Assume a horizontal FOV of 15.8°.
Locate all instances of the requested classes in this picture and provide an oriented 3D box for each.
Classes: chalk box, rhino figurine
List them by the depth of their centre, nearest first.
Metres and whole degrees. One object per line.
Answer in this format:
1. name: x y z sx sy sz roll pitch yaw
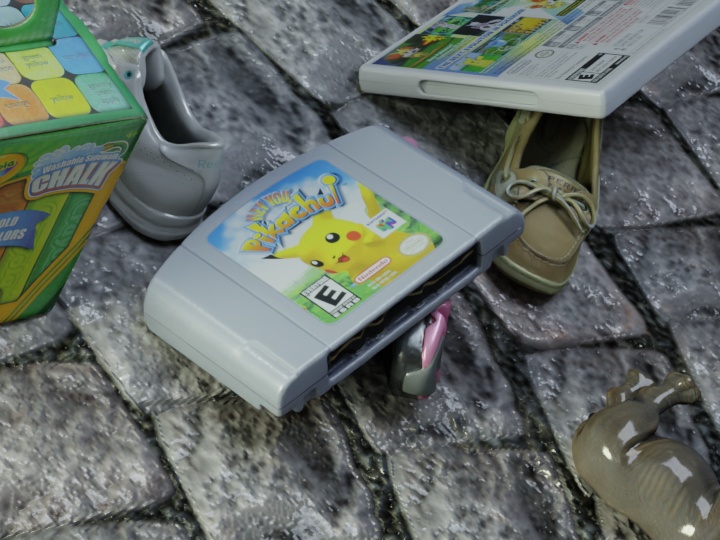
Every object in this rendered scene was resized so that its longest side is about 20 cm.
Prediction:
1. chalk box: -0.206 -0.076 1.375 0.125 0.200 0.124 -13 56 -42
2. rhino figurine: 0.206 0.144 1.522 0.087 0.060 0.200 -37 73 -30

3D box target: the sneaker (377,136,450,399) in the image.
1. sneaker: 0.000 0.000 1.547 0.095 0.079 0.200 1 42 -11

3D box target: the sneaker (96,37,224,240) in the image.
1. sneaker: -0.153 -0.114 1.542 0.200 0.089 0.075 42 41 14

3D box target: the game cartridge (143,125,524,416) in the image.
1. game cartridge: -0.020 -0.007 1.487 0.133 0.041 0.200 30 53 35

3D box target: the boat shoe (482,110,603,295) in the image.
1. boat shoe: 0.125 -0.064 1.694 0.073 0.063 0.201 27 38 -5

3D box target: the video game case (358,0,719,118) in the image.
1. video game case: 0.126 -0.153 1.748 0.182 0.022 0.200 9 28 30
